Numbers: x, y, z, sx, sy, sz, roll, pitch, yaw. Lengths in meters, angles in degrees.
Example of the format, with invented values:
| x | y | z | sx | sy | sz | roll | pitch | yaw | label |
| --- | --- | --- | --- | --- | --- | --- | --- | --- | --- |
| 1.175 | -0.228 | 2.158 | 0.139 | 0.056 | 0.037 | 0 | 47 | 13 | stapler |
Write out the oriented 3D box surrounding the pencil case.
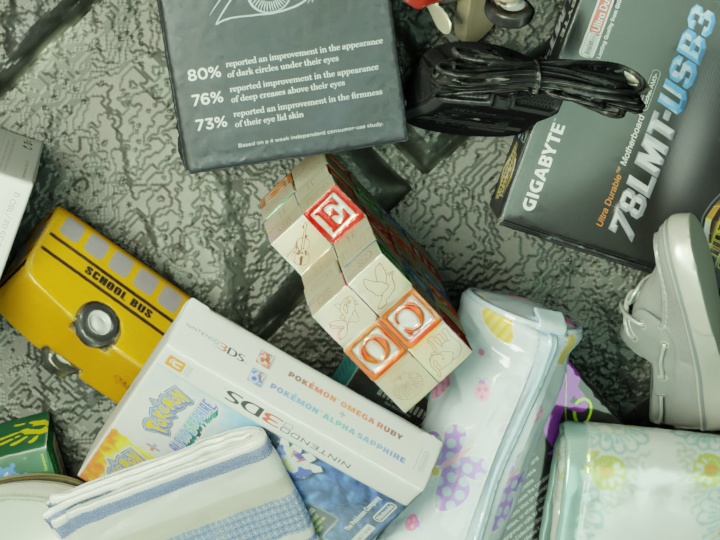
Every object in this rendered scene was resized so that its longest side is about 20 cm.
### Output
| x | y | z | sx | sy | sz | roll | pitch | yaw | label |
| --- | --- | --- | --- | --- | --- | --- | --- | --- | --- |
| 0.075 | 0.111 | 1.313 | 0.083 | 0.091 | 0.201 | 17 | 97 | -12 | pencil case |

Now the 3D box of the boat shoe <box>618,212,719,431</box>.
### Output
| x | y | z | sx | sy | sz | roll | pitch | yaw | label |
| --- | --- | --- | --- | --- | --- | --- | --- | --- | --- |
| 0.209 | 0.038 | 1.379 | 0.068 | 0.072 | 0.200 | -5 | 144 | 13 | boat shoe |

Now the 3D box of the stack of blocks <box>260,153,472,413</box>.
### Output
| x | y | z | sx | sy | sz | roll | pitch | yaw | label |
| --- | --- | --- | --- | --- | --- | --- | --- | --- | --- |
| 0.000 | 0.000 | 1.304 | 0.059 | 0.200 | 0.115 | -42 | 107 | 7 | stack of blocks |

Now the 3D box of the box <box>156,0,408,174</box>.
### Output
| x | y | z | sx | sy | sz | roll | pitch | yaw | label |
| --- | --- | --- | --- | --- | --- | --- | --- | --- | --- |
| -0.056 | -0.176 | 1.298 | 0.147 | 0.104 | 0.201 | -8 | 106 | -3 | box |

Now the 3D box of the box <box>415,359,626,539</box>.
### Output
| x | y | z | sx | sy | sz | roll | pitch | yaw | label |
| --- | --- | --- | --- | --- | --- | --- | --- | --- | --- |
| 0.130 | 0.154 | 1.386 | 0.143 | 0.036 | 0.200 | -40 | 100 | 4 | box |

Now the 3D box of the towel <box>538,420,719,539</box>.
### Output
| x | y | z | sx | sy | sz | roll | pitch | yaw | label |
| --- | --- | --- | --- | --- | --- | --- | --- | --- | --- |
| 0.202 | 0.204 | 1.359 | 0.170 | 0.048 | 0.201 | 6 | 99 | -8 | towel |

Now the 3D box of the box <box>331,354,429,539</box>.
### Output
| x | y | z | sx | sy | sz | roll | pitch | yaw | label |
| --- | --- | --- | --- | --- | --- | --- | --- | --- | --- |
| -0.020 | 0.155 | 1.425 | 0.082 | 0.049 | 0.200 | 30 | 101 | -14 | box |

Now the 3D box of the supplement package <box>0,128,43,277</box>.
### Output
| x | y | z | sx | sy | sz | roll | pitch | yaw | label |
| --- | --- | --- | --- | --- | --- | --- | --- | --- | --- |
| -0.317 | -0.048 | 1.299 | 0.199 | 0.120 | 0.122 | 19 | 104 | -11 | supplement package |

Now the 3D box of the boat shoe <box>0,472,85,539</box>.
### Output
| x | y | z | sx | sy | sz | roll | pitch | yaw | label |
| --- | --- | --- | --- | --- | --- | --- | --- | --- | --- |
| -0.169 | 0.186 | 1.342 | 0.199 | 0.068 | 0.075 | 18 | 93 | -28 | boat shoe |

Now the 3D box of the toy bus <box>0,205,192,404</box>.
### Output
| x | y | z | sx | sy | sz | roll | pitch | yaw | label |
| --- | --- | --- | --- | --- | --- | --- | --- | --- | --- |
| -0.145 | 0.050 | 1.362 | 0.200 | 0.078 | 0.065 | 36 | 143 | -14 | toy bus |

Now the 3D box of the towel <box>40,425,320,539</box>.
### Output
| x | y | z | sx | sy | sz | roll | pitch | yaw | label |
| --- | --- | --- | --- | --- | --- | --- | --- | --- | --- |
| -0.097 | 0.183 | 1.288 | 0.146 | 0.024 | 0.200 | -20 | 133 | 3 | towel |

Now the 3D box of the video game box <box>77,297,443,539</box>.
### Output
| x | y | z | sx | sy | sz | roll | pitch | yaw | label |
| --- | --- | --- | --- | --- | --- | --- | --- | --- | --- |
| -0.069 | 0.120 | 1.301 | 0.182 | 0.047 | 0.200 | 32 | 143 | -5 | video game box |

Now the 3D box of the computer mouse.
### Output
| x | y | z | sx | sy | sz | roll | pitch | yaw | label |
| --- | --- | --- | --- | --- | --- | --- | --- | --- | --- |
| 0.087 | -0.121 | 1.291 | 0.138 | 0.200 | 0.053 | 6 | 86 | -15 | computer mouse |

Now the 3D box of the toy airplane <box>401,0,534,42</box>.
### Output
| x | y | z | sx | sy | sz | roll | pitch | yaw | label |
| --- | --- | --- | --- | --- | --- | --- | --- | --- | --- |
| 0.079 | -0.247 | 1.269 | 0.141 | 0.199 | 0.201 | 23 | 94 | 16 | toy airplane |

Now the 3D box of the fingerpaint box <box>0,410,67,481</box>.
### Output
| x | y | z | sx | sy | sz | roll | pitch | yaw | label |
| --- | --- | --- | --- | --- | --- | --- | --- | --- | --- |
| -0.268 | 0.219 | 1.405 | 0.166 | 0.073 | 0.201 | -14 | 107 | -2 | fingerpaint box |

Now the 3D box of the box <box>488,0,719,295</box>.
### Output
| x | y | z | sx | sy | sz | roll | pitch | yaw | label |
| --- | --- | --- | --- | --- | --- | --- | --- | --- | --- |
| 0.212 | -0.098 | 1.378 | 0.198 | 0.050 | 0.201 | 17 | 104 | -12 | box |

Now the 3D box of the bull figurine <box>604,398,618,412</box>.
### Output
| x | y | z | sx | sy | sz | roll | pitch | yaw | label |
| --- | --- | --- | --- | --- | --- | --- | --- | --- | --- |
| 0.189 | 0.168 | 1.444 | 0.199 | 0.065 | 0.122 | 25 | 98 | -14 | bull figurine |
